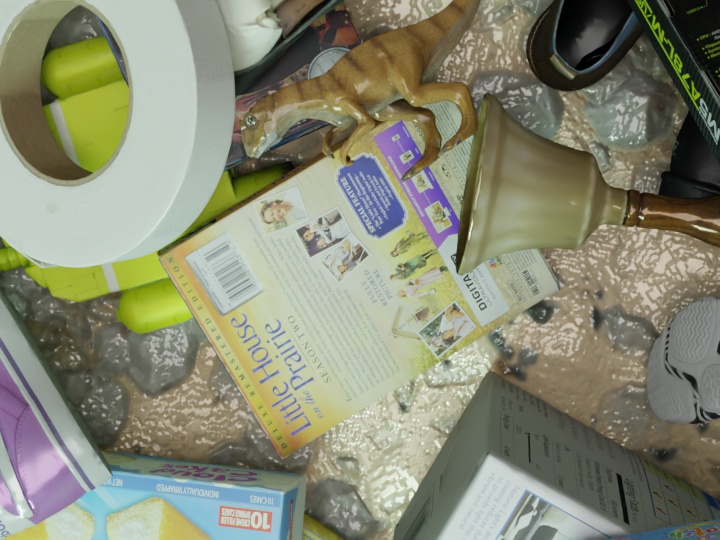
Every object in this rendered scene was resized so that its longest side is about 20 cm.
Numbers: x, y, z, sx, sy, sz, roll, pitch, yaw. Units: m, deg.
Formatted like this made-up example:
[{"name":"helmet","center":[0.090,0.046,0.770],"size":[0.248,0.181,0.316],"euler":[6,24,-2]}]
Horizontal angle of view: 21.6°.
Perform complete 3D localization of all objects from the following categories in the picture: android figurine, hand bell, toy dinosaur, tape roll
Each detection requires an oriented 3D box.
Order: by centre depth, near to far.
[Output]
[{"name":"tape roll","center":[-0.158,-0.101,1.063],"size":[0.203,0.037,0.203],"euler":[7,102,34]},{"name":"hand bell","center":[0.160,-0.035,1.064],"size":[0.200,0.104,0.104],"euler":[8,99,-1]},{"name":"toy dinosaur","center":[0.027,-0.115,1.066],"size":[0.200,0.060,0.106],"euler":[-34,90,-14]},{"name":"android figurine","center":[-0.141,-0.053,1.147],"size":[0.200,0.041,0.182],"euler":[-15,98,4]}]

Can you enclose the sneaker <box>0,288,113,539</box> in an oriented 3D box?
[{"name":"sneaker","center":[-0.243,0.069,1.116],"size":[0.114,0.073,0.201],"euler":[-32,64,-4]}]

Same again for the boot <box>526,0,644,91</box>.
[{"name":"boot","center":[0.168,-0.185,1.078],"size":[0.075,0.097,0.200],"euler":[33,99,-2]}]

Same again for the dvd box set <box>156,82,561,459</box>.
[{"name":"dvd box set","center":[0.000,0.000,1.127],"size":[0.200,0.029,0.146],"euler":[-32,101,-3]}]

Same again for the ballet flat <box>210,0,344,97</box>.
[{"name":"ballet flat","center":[-0.048,-0.162,1.055],"size":[0.200,0.068,0.068],"euler":[-41,90,-6]}]

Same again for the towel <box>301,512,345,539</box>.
[{"name":"towel","center":[-0.023,0.243,1.192],"size":[0.200,0.023,0.144],"euler":[33,98,-2]}]

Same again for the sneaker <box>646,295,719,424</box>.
[{"name":"sneaker","center":[0.263,0.050,1.094],"size":[0.115,0.200,0.075],"euler":[16,60,-27]}]

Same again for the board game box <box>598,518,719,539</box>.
[{"name":"board game box","center":[0.192,0.227,0.970],"size":[0.151,0.037,0.200],"euler":[-11,102,2]}]

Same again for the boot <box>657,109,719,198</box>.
[{"name":"boot","center":[0.283,-0.095,1.094],"size":[0.200,0.076,0.168],"euler":[15,100,4]}]

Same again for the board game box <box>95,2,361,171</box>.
[{"name":"board game box","center":[-0.089,-0.164,1.104],"size":[0.135,0.035,0.200],"euler":[-25,89,-6]}]

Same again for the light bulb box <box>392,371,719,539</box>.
[{"name":"light bulb box","center":[0.130,0.176,1.082],"size":[0.200,0.198,0.125],"euler":[30,101,-1]}]

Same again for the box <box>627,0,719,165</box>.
[{"name":"box","center":[0.257,-0.138,0.991],"size":[0.200,0.048,0.193],"euler":[-20,60,-8]}]

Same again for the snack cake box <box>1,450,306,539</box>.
[{"name":"snack cake box","center":[-0.139,0.174,1.151],"size":[0.200,0.067,0.115],"euler":[5,94,11]}]
